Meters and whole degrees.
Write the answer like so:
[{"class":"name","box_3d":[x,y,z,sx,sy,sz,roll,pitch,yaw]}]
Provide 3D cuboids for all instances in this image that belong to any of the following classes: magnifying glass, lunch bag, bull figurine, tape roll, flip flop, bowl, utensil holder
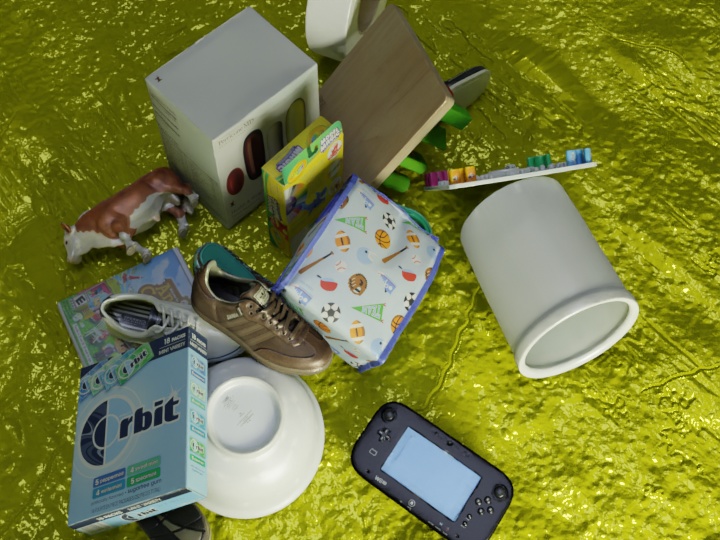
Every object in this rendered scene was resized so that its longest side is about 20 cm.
[{"class":"magnifying glass","box_3d":[0.024,-0.088,1.339,0.079,0.023,0.200,-37,66,-20]},{"class":"lunch bag","box_3d":[0.000,0.000,1.207,0.169,0.124,0.202,36,70,-9]},{"class":"bull figurine","box_3d":[-0.318,-0.070,1.295,0.121,0.066,0.200,35,64,25]},{"class":"tape roll","box_3d":[-0.014,-0.425,1.428,0.069,0.204,0.205,19,61,12]},{"class":"flip flop","box_3d":[-0.231,0.273,1.099,0.081,0.058,0.199,-41,48,-11]},{"class":"bowl","box_3d":[-0.138,0.188,1.129,0.196,0.091,0.205,2,65,-4]},{"class":"utensil holder","box_3d":[0.236,0.007,1.204,0.167,0.171,0.203,-18,60,-11]}]

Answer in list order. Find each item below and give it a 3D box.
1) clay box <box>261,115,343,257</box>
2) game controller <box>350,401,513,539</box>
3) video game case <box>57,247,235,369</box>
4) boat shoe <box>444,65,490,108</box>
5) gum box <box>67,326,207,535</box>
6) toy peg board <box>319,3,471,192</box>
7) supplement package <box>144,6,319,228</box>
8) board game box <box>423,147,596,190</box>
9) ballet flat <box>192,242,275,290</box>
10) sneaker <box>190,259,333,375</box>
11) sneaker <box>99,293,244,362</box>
[{"class":"clay box","box_3d":[-0.075,-0.117,1.250,0.047,0.201,0.115,37,65,20]},{"class":"game controller","box_3d":[0.086,0.249,1.135,0.198,0.042,0.105,32,65,17]},{"class":"video game case","box_3d":[-0.284,0.085,1.235,0.179,0.022,0.202,-26,64,-15]},{"class":"boat shoe","box_3d":[0.110,-0.264,1.412,0.198,0.072,0.068,-30,65,-13]},{"class":"gum box","box_3d":[-0.258,0.186,1.093,0.167,0.045,0.204,-21,54,20]},{"class":"toy peg board","box_3d":[0.047,-0.225,1.325,0.097,0.200,0.202,15,40,-45]},{"class":"supplement package","box_3d":[-0.168,-0.210,1.303,0.191,0.201,0.147,-40,67,-21]},{"class":"board game box","box_3d":[0.196,-0.137,1.278,0.195,0.200,0.027,-10,96,-6]},{"class":"ballet flat","box_3d":[-0.142,0.042,1.231,0.200,0.074,0.074,44,66,-3]},{"class":"sneaker","box_3d":[-0.121,0.058,1.137,0.197,0.076,0.071,26,48,6]},{"class":"sneaker","box_3d":[-0.238,0.073,1.182,0.195,0.071,0.075,6,78,7]}]
